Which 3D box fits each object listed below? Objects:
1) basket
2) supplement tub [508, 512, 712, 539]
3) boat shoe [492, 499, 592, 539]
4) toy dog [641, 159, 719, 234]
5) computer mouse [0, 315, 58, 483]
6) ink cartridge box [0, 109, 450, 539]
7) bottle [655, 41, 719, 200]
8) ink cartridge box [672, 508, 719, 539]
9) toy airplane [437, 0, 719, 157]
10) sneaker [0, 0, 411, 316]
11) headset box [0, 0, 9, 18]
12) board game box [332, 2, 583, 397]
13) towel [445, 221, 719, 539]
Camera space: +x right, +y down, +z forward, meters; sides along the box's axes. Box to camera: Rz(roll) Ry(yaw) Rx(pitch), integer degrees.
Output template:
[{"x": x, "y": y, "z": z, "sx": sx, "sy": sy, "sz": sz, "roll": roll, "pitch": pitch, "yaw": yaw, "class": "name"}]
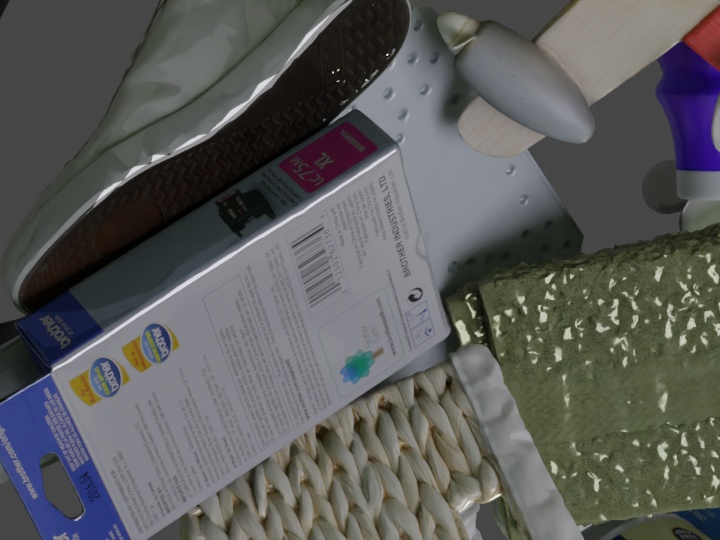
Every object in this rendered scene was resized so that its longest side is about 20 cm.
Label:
[{"x": 0.019, "y": 0.178, "z": 0.930, "sx": 0.160, "sy": 0.199, "sz": 0.200, "roll": -18, "pitch": 152, "yaw": -9, "class": "basket"}, {"x": 0.174, "y": 0.222, "z": 1.129, "sx": 0.144, "sy": 0.200, "sz": 0.146, "roll": -21, "pitch": 127, "yaw": -30, "class": "supplement tub"}, {"x": 0.158, "y": 0.093, "z": 1.133, "sx": 0.200, "sy": 0.071, "sz": 0.064, "roll": -40, "pitch": 133, "yaw": -18, "class": "boat shoe"}, {"x": 0.160, "y": -0.011, "z": 1.058, "sx": 0.096, "sy": 0.132, "sz": 0.201, "roll": 32, "pitch": 82, "yaw": -7, "class": "toy dog"}, {"x": -0.128, "y": 0.054, "z": 0.858, "sx": 0.199, "sy": 0.044, "sz": 0.110, "roll": -18, "pitch": 129, "yaw": -19, "class": "computer mouse"}, {"x": -0.060, "y": 0.033, "z": 0.833, "sx": 0.200, "sy": 0.042, "sz": 0.120, "roll": -35, "pitch": 138, "yaw": -17, "class": "ink cartridge box"}, {"x": 0.172, "y": -0.134, "z": 0.960, "sx": 0.065, "sy": 0.083, "sz": 0.201, "roll": -5, "pitch": 97, "yaw": -30, "class": "bottle"}, {"x": 0.282, "y": 0.085, "z": 1.181, "sx": 0.084, "sy": 0.145, "sz": 0.201, "roll": 23, "pitch": 99, "yaw": -45, "class": "ink cartridge box"}, {"x": 0.124, "y": -0.131, "z": 0.861, "sx": 0.141, "sy": 0.198, "sz": 0.201, "roll": -22, "pitch": 120, "yaw": -53, "class": "toy airplane"}, {"x": -0.075, "y": -0.062, "z": 0.835, "sx": 0.200, "sy": 0.085, "sz": 0.073, "roll": -41, "pitch": 143, "yaw": -7, "class": "sneaker"}, {"x": -0.223, "y": -0.071, "z": 0.703, "sx": 0.148, "sy": 0.075, "sz": 0.201, "roll": 20, "pitch": 100, "yaw": -45, "class": "headset box"}, {"x": 0.000, "y": 0.000, "z": 0.973, "sx": 0.200, "sy": 0.026, "sz": 0.200, "roll": -48, "pitch": 136, "yaw": -8, "class": "board game box"}, {"x": 0.151, "y": 0.051, "z": 0.999, "sx": 0.199, "sy": 0.037, "sz": 0.149, "roll": -12, "pitch": 108, "yaw": 5, "class": "towel"}]
